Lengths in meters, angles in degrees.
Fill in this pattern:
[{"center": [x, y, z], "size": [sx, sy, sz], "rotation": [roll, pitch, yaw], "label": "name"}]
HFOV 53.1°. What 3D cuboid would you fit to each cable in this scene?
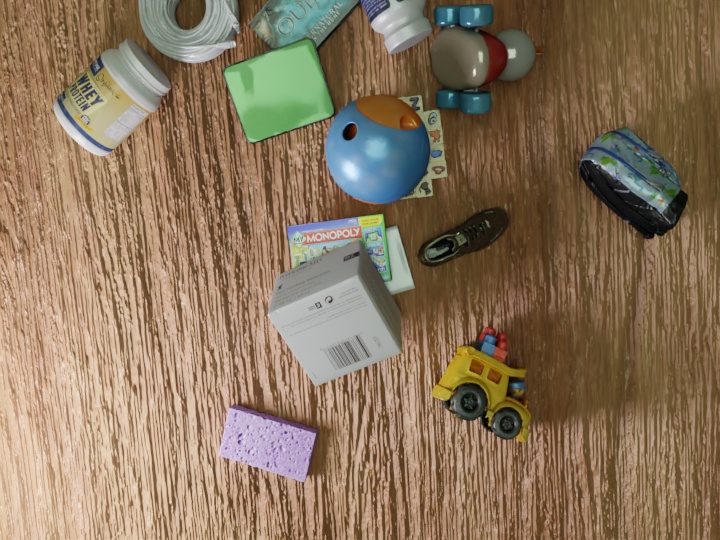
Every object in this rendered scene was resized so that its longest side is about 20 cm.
[{"center": [-0.338, -0.517, 1.429], "size": [0.196, 0.069, 0.204], "rotation": [-12, 95, 7], "label": "cable"}]

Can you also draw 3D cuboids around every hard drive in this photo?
[{"center": [0.000, 0.000, 1.481], "size": [0.197, 0.026, 0.134], "rotation": [-17, 95, 7], "label": "hard drive"}]

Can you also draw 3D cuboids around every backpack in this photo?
[{"center": [0.508, -0.170, 1.359], "size": [0.198, 0.163, 0.156], "rotation": [28, 90, 8], "label": "backpack"}]

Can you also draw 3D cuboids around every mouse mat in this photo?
[{"center": [-0.163, -0.358, 1.444], "size": [0.197, 0.008, 0.163], "rotation": [-16, 107, 10], "label": "mouse mat"}]

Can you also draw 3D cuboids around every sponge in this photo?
[{"center": [-0.196, 0.369, 1.542], "size": [0.197, 0.030, 0.113], "rotation": [16, 98, 4], "label": "sponge"}]

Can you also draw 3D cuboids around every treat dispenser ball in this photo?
[{"center": [0.033, -0.227, 1.356], "size": [0.197, 0.201, 0.205], "rotation": [1, 97, 5], "label": "treat dispenser ball"}]

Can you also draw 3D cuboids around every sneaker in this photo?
[{"center": [0.208, -0.059, 1.429], "size": [0.198, 0.076, 0.071], "rotation": [-29, 94, 8], "label": "sneaker"}]

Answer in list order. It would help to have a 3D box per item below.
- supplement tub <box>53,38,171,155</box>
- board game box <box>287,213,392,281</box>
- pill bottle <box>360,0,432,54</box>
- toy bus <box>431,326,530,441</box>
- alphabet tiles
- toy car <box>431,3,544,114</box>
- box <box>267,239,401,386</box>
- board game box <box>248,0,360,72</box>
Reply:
[{"center": [-0.488, -0.343, 1.425], "size": [0.199, 0.144, 0.145], "rotation": [-40, 92, 8], "label": "supplement tub"}, {"center": [-0.042, -0.035, 1.453], "size": [0.196, 0.029, 0.137], "rotation": [-7, 97, 6], "label": "board game box"}, {"center": [0.055, -0.526, 1.367], "size": [0.114, 0.116, 0.203], "rotation": [-24, 94, 8], "label": "pill bottle"}, {"center": [0.266, 0.222, 1.443], "size": [0.198, 0.136, 0.194], "rotation": [27, 83, -1], "label": "toy bus"}, {"center": [0.087, -0.246, 1.454], "size": [0.163, 0.006, 0.204], "rotation": [-7, 96, 6], "label": "alphabet tiles"}, {"center": [0.252, -0.407, 1.367], "size": [0.197, 0.177, 0.188], "rotation": [-11, 111, -22], "label": "toy car"}, {"center": [-0.044, 0.084, 1.401], "size": [0.196, 0.131, 0.202], "rotation": [-23, 119, 14], "label": "box"}, {"center": [-0.109, -0.513, 1.428], "size": [0.135, 0.028, 0.200], "rotation": [44, 99, -2], "label": "board game box"}]
